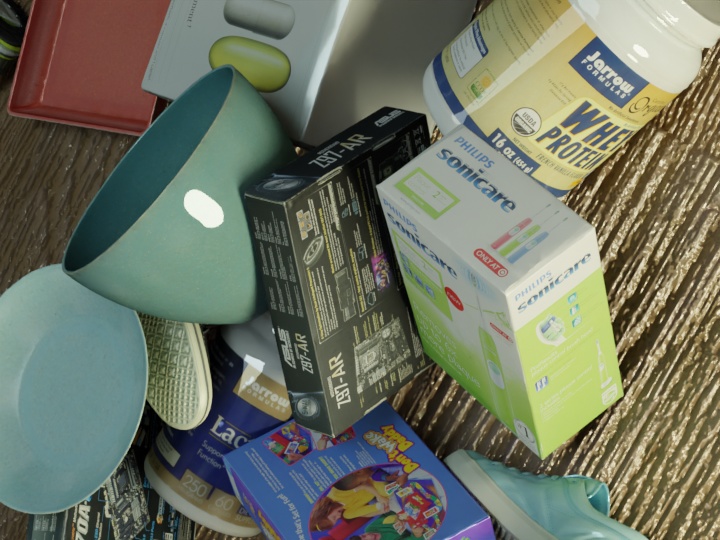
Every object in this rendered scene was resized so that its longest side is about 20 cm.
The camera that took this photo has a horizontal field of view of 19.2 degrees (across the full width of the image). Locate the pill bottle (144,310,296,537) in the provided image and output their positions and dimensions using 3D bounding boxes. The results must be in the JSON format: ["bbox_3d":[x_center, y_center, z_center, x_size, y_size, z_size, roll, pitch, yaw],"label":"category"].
[{"bbox_3d":[-0.082,0.105,1.725,0.116,0.116,0.200,40,105,38],"label":"pill bottle"}]

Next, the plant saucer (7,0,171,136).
[{"bbox_3d":[-0.232,-0.227,1.980,0.199,0.037,0.200,11,87,40],"label":"plant saucer"}]

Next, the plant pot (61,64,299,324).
[{"bbox_3d":[-0.112,-0.037,1.619,0.200,0.135,0.200,-44,19,20],"label":"plant pot"}]

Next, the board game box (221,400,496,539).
[{"bbox_3d":[-0.003,0.177,1.609,0.134,0.045,0.200,-27,38,-13],"label":"board game box"}]

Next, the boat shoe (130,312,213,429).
[{"bbox_3d":[-0.151,0.038,1.707,0.075,0.062,0.201,-40,55,29],"label":"boat shoe"}]

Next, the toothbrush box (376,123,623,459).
[{"bbox_3d":[0.103,0.017,1.533,0.086,0.200,0.146,-36,52,-17],"label":"toothbrush box"}]

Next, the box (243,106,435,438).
[{"bbox_3d":[0.000,0.000,1.599,0.043,0.160,0.201,15,127,41],"label":"box"}]

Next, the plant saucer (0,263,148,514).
[{"bbox_3d":[-0.236,0.096,1.698,0.200,0.039,0.202,-9,74,32],"label":"plant saucer"}]

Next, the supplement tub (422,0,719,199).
[{"bbox_3d":[0.159,-0.159,1.570,0.200,0.144,0.145,-43,56,24],"label":"supplement tub"}]

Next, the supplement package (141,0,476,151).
[{"bbox_3d":[-0.039,-0.198,1.742,0.200,0.147,0.192,20,93,41],"label":"supplement package"}]

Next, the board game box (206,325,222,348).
[{"bbox_3d":[-0.135,0.003,1.806,0.030,0.095,0.201,11,87,39],"label":"board game box"}]

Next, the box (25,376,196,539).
[{"bbox_3d":[-0.204,0.198,1.774,0.046,0.159,0.201,-2,78,38],"label":"box"}]

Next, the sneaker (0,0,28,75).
[{"bbox_3d":[-0.396,-0.261,2.101,0.081,0.074,0.200,-51,52,22],"label":"sneaker"}]

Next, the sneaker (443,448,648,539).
[{"bbox_3d":[0.141,0.180,1.568,0.082,0.074,0.200,-35,42,-15],"label":"sneaker"}]
